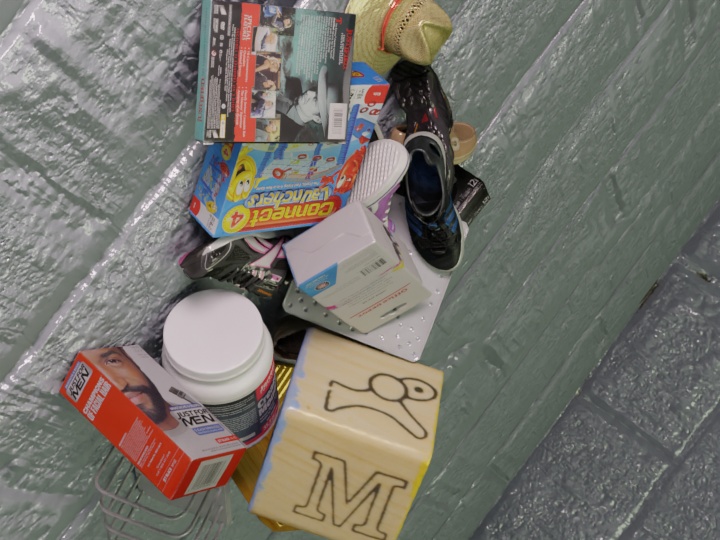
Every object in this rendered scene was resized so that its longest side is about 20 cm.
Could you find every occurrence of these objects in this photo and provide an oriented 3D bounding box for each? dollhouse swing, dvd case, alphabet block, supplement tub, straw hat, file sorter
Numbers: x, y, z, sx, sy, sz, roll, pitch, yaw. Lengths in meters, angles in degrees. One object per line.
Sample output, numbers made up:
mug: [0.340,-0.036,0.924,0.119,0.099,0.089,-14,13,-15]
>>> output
dollhouse swing: [-0.109,0.258,1.883,0.182,0.175,0.200,-56,156,5]
dvd case: [-0.088,-0.208,1.359,0.199,0.022,0.147,-5,104,-41]
alphabet block: [-0.017,0.227,1.700,0.196,0.199,0.197,-73,-177,-55]
supplement tub: [-0.177,0.130,1.624,0.140,0.140,0.201,-42,154,-25]
straw hat: [0.066,-0.299,1.570,0.201,0.085,0.202,-42,154,-26]
file sorter: [-0.258,0.302,1.662,0.201,0.138,0.125,94,18,-50]

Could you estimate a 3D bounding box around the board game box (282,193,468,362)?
board game box: [0.020,-0.005,1.715,0.026,0.199,0.201,-174,-75,-82]

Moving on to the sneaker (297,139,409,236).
sneaker: [0.017,-0.089,1.625,0.114,0.073,0.200,9,140,-41]

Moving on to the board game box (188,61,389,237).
board game box: [-0.083,-0.143,1.487,0.199,0.056,0.197,-10,132,-41]

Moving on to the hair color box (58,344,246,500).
hair color box: [-0.241,0.172,1.483,0.111,0.200,0.064,-3,126,-61]

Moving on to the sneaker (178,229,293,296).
sneaker: [-0.132,-0.008,1.554,0.080,0.087,0.200,-27,175,36]

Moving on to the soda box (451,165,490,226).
soda box: [0.118,-0.066,2.012,0.200,0.063,0.071,-52,156,-6]

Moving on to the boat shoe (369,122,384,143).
boat shoe: [-0.005,-0.169,1.621,0.060,0.074,0.200,-32,143,-1]

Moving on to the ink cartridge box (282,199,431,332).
ink cartridge box: [0.000,0.000,1.620,0.115,0.068,0.200,-30,150,12]

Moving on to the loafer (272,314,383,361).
loafer: [-0.038,0.099,1.782,0.068,0.199,0.076,-56,131,-51]

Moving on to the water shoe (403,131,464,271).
water shoe: [0.085,-0.076,1.642,0.079,0.071,0.201,-71,149,-59]

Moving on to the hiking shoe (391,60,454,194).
hiking shoe: [0.099,-0.182,1.709,0.101,0.075,0.202,-14,98,-62]

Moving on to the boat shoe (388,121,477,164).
boat shoe: [0.108,-0.189,1.816,0.200,0.071,0.065,-25,136,-50]
